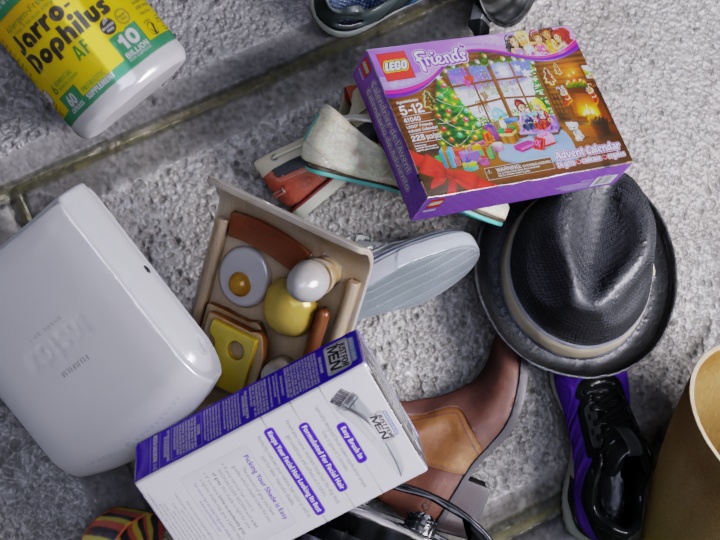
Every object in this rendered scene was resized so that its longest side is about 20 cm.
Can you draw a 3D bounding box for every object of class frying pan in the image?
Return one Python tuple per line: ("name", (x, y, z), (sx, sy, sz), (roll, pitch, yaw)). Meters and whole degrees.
("frying pan", (0.119, -0.231, 1.324), (0.115, 0.031, 0.191), (-1, 101, -54))

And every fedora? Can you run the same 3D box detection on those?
("fedora", (0.191, -0.015, 1.288), (0.199, 0.092, 0.202), (3, 65, -6))

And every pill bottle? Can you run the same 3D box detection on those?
("pill bottle", (-0.242, -0.215, 1.225), (0.113, 0.113, 0.200), (-40, 96, -11))

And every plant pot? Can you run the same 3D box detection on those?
("plant pot", (0.314, 0.192, 1.275), (0.185, 0.201, 0.187), (14, 42, -13))

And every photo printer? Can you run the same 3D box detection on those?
("photo printer", (-0.218, 0.057, 1.210), (0.166, 0.069, 0.200), (-35, 96, 21))

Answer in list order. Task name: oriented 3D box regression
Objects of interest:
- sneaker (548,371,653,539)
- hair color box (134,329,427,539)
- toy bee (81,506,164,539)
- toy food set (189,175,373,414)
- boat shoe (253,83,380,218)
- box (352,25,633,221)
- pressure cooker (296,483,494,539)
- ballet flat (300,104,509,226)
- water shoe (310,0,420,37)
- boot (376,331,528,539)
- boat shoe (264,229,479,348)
("sneaker", (0.214, 0.136, 1.310), (0.069, 0.099, 0.202), (-5, 89, -14))
("hair color box", (-0.062, 0.143, 1.178), (0.199, 0.065, 0.110), (-27, 114, 7))
("toy bee", (-0.210, 0.282, 1.200), (0.130, 0.109, 0.201), (-18, 66, 24))
("toy food set", (-0.083, 0.042, 1.214), (0.143, 0.060, 0.201), (25, 111, 19))
("boat shoe", (0.001, -0.127, 1.297), (0.200, 0.071, 0.063), (-40, 93, -7))
("box", (0.107, -0.122, 1.233), (0.199, 0.039, 0.137), (-12, 68, -27))
("pressure cooker", (0.020, 0.271, 1.220), (0.176, 0.178, 0.201), (30, 78, -41))
("ballet flat", (0.047, -0.087, 1.249), (0.199, 0.067, 0.063), (14, 98, -28))
("water shoe", (0.050, -0.265, 1.305), (0.200, 0.079, 0.072), (-38, 95, -11))
("boot", (0.031, 0.110, 1.306), (0.199, 0.068, 0.189), (22, 90, -3))
("boat shoe", (0.000, 0.000, 1.287), (0.199, 0.074, 0.067), (-22, 57, -14))
